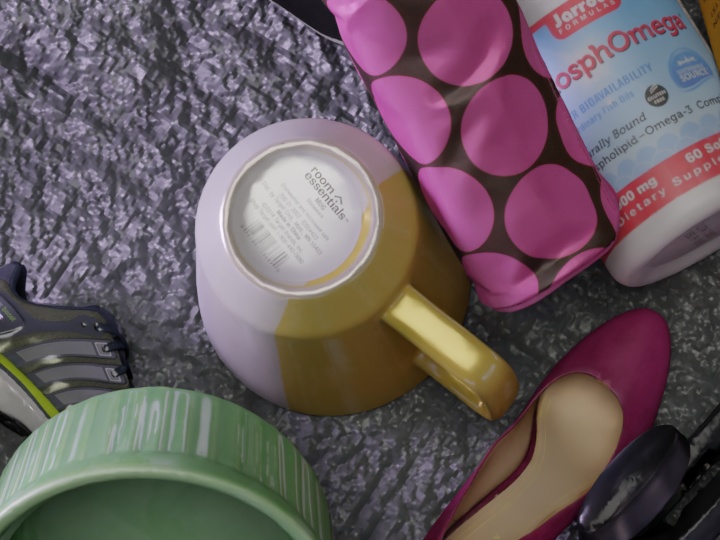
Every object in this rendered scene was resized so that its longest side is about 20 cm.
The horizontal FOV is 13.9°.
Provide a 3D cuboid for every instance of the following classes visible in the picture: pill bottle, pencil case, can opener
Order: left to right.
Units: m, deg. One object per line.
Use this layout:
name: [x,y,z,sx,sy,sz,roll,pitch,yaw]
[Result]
pencil case: [0.060,-0.084,1.480,0.094,0.091,0.200,-30,109,-10]
pill bottle: [0.133,-0.101,1.569,0.109,0.109,0.200,-31,76,-1]
can opener: [0.197,0.092,1.546,0.200,0.079,0.063,-40,68,-13]

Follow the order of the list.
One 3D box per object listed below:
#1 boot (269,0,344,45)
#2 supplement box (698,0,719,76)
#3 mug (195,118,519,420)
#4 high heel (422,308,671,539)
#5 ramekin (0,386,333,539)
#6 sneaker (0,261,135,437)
boot: [-0.004,-0.203,1.587,0.144,0.072,0.200,-46,38,-7]
supplement box: [0.223,-0.128,1.530,0.069,0.067,0.200,9,40,-17]
mug: [-0.004,-0.009,1.542,0.186,0.153,0.150,6,78,7]
high heel: [0.099,0.098,1.535,0.067,0.096,0.200,30,82,14]
ramekin: [-0.104,0.157,1.501,0.199,0.098,0.201,0,119,1]
sneaker: [-0.143,0.066,1.585,0.200,0.074,0.081,35,79,10]
